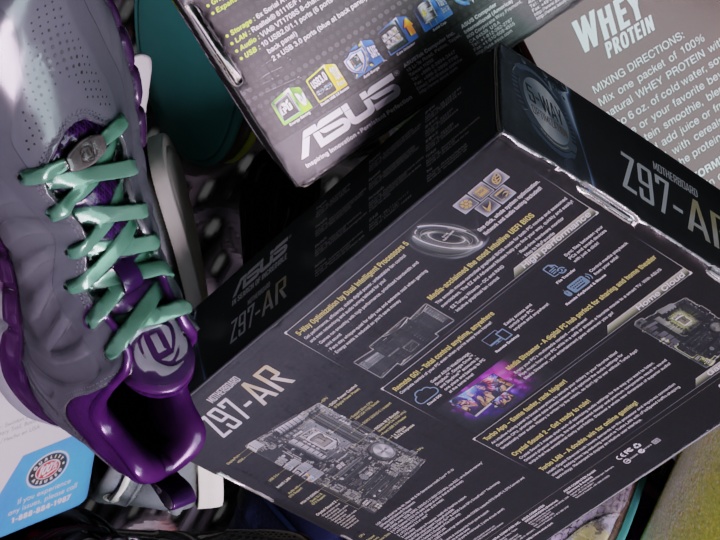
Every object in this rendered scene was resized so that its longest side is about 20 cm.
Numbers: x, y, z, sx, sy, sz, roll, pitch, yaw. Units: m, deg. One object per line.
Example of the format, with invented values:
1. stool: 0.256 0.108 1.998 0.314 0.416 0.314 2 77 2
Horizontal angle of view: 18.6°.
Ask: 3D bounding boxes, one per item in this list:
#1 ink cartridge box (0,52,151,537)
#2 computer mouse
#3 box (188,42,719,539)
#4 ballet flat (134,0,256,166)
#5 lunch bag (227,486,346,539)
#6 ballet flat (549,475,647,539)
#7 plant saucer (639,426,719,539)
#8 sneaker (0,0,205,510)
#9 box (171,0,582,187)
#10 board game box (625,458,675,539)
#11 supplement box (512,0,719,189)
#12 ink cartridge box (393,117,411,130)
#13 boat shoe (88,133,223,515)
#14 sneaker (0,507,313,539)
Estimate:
1. ink cartridge box: -0.148 0.006 0.781 0.115 0.067 0.201 -19 134 -41
2. computer mouse: 0.000 0.000 0.959 0.199 0.046 0.142 -6 104 -54
3. box: 0.042 0.028 0.787 0.159 0.044 0.200 29 130 -27
4. ballet flat: -0.047 -0.126 0.790 0.067 0.067 0.201 -40 144 -30
5. lunch bag: 0.026 0.155 1.015 0.135 0.200 0.133 2 116 -44
6. ballet flat: 0.108 0.053 0.938 0.201 0.071 0.072 -53 156 -44
7. plant saucer: 0.163 0.073 0.920 0.200 0.048 0.201 -53 164 -47
8. sneaker: -0.080 -0.013 0.706 0.074 0.087 0.201 -34 142 -27
9. box: 0.010 -0.158 0.709 0.199 0.048 0.194 -34 117 -1
10. board game box: 0.080 0.125 0.941 0.032 0.120 0.200 -25 -164 40
11. supplement box: 0.139 -0.099 0.874 0.196 0.133 0.201 -32 110 -10
12. ink cartridge box: 0.122 -0.069 0.971 0.200 0.048 0.146 38 88 -18
13. boat shoe: -0.089 0.029 0.872 0.061 0.073 0.201 -6 139 -5
14. sneaker: -0.101 0.133 0.910 0.198 0.081 0.075 -3 122 -28
